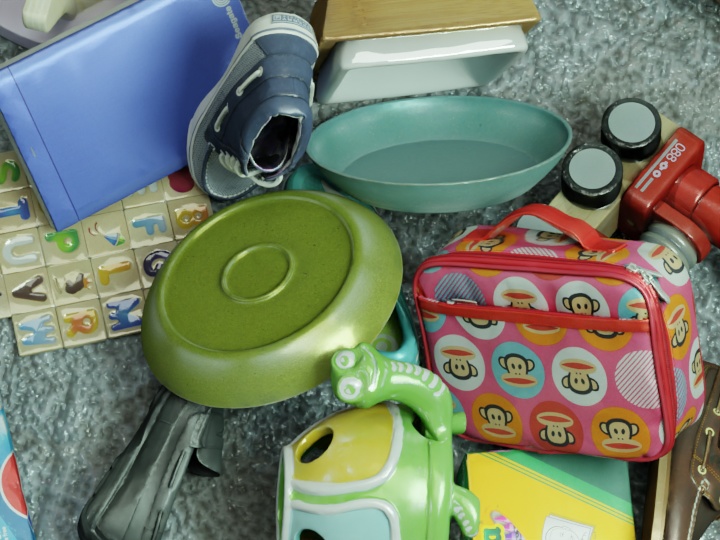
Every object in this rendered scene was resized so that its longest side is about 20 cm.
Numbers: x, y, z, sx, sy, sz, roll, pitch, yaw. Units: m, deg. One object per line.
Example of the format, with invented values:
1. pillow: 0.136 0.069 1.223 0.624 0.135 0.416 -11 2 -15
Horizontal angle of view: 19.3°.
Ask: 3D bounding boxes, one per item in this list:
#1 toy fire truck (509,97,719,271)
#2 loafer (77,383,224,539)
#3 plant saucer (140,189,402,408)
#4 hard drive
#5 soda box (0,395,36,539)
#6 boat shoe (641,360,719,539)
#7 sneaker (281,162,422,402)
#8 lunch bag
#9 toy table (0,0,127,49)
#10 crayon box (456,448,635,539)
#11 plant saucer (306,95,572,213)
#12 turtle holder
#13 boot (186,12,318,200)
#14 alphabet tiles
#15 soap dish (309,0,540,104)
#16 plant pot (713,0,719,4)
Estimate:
1. toy fire truck: 0.229 0.000 1.586 0.200 0.129 0.176 35 70 19
2. loafer: -0.128 0.124 1.528 0.070 0.068 0.201 32 74 -1
3. plant saucer: -0.069 0.010 1.514 0.200 0.031 0.200 -12 45 13
4. hard drive: -0.168 -0.132 1.596 0.200 0.025 0.132 -29 114 -14
5. soda box: -0.271 0.165 1.499 0.068 0.064 0.200 -14 71 -10
6. boat shoe: 0.240 0.147 1.527 0.070 0.070 0.200 10 55 3
7. sneaker: 0.000 0.000 1.575 0.077 0.080 0.200 -20 68 -12
8. lunch bag: 0.139 0.039 1.492 0.200 0.176 0.082 4 26 33
9. toy table: -0.220 -0.246 1.635 0.200 0.117 0.184 2 69 -3
10. crayon box: 0.136 0.229 1.510 0.119 0.058 0.200 -2 69 -6
11. plant saucer: 0.059 -0.084 1.586 0.200 0.200 0.036 -7 113 -7
12. turtle holder: 0.011 0.153 1.462 0.132 0.186 0.141 3 57 -5
13. boot: -0.082 -0.091 1.534 0.073 0.200 0.090 8 54 -13
14. alphabet tiles: -0.208 -0.024 1.608 0.200 0.006 0.167 -11 70 -9
15. soap dish: 0.037 -0.181 1.584 0.157 0.200 0.081 -7 88 -7
16. plant pot: 0.334 -0.267 1.666 0.175 0.200 0.200 42 70 -8
